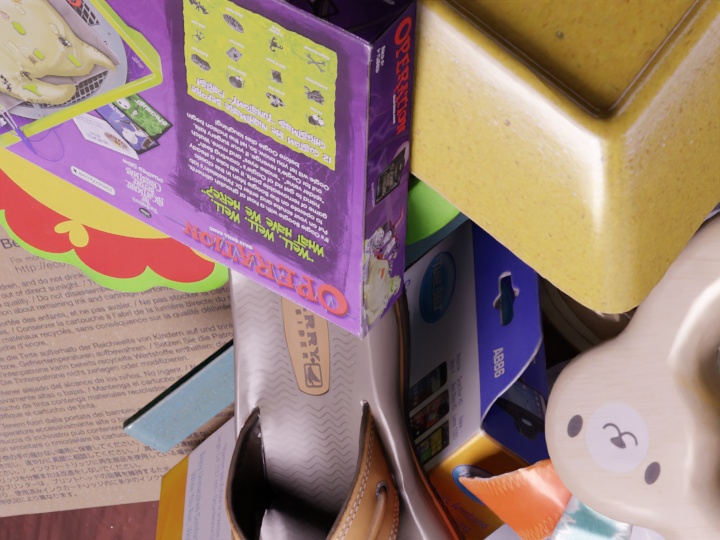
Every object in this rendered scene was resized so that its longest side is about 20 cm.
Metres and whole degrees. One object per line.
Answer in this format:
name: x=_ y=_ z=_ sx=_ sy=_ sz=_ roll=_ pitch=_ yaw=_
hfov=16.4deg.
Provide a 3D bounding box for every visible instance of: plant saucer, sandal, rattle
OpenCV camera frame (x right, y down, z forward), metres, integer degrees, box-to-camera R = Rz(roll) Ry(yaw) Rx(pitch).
plant saucer: x=0.057 y=-0.124 z=0.712 sx=0.200 sy=0.200 sz=0.048 roll=38 pitch=171 yaw=6
sandal: x=-0.010 y=0.072 z=0.796 sx=0.081 sy=0.054 sz=0.202 roll=-3 pitch=100 yaw=32
rattle: x=0.085 y=0.057 z=0.703 sx=0.199 sy=0.143 sz=0.131 roll=-17 pitch=101 yaw=30
plant saucer: x=0.000 y=0.000 z=0.879 sx=0.200 sy=0.070 sz=0.019 roll=-39 pitch=92 yaw=-5

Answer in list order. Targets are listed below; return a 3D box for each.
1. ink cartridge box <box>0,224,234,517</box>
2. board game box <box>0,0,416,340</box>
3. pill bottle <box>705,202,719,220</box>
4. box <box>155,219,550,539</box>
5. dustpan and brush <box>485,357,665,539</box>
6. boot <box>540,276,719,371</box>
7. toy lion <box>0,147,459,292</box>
ink cartridge box: x=-0.090 y=0.010 z=0.989 sx=0.199 sy=0.075 sz=0.165 roll=-7 pitch=128 yaw=23
board game box: x=-0.074 y=-0.068 z=0.733 sx=0.199 sy=0.032 sz=0.121 roll=28 pitch=139 yaw=21
pill bottle: x=0.160 y=-0.028 z=0.785 sx=0.113 sy=0.113 sz=0.201 roll=-21 pitch=87 yaw=33
box: x=0.001 y=0.069 z=0.888 sx=0.041 sy=0.119 sz=0.200 roll=38 pitch=120 yaw=-25
dustpan and brush: x=0.089 y=0.061 z=0.877 sx=0.139 sy=0.057 sz=0.201 roll=27 pitch=120 yaw=37
boot: x=0.176 y=-0.005 z=0.890 sx=0.199 sy=0.073 sz=0.156 roll=23 pitch=134 yaw=-5
toy lion: x=-0.053 y=-0.060 z=0.822 sx=0.199 sy=0.069 sz=0.192 roll=19 pitch=137 yaw=4
